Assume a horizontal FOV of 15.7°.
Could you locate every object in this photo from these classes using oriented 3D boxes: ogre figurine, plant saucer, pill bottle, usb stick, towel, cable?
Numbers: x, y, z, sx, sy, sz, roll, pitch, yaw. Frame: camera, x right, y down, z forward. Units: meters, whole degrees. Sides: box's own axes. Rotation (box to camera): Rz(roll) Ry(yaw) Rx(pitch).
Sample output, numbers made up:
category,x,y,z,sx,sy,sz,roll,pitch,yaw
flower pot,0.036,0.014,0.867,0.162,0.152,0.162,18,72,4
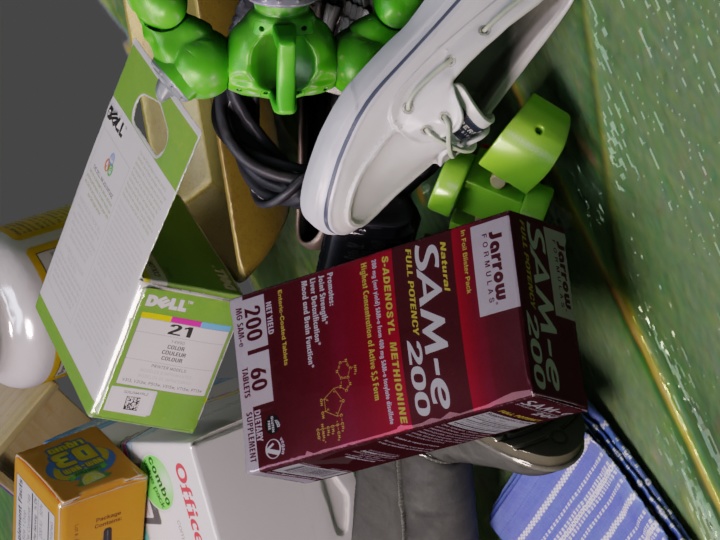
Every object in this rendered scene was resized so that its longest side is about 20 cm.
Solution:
category,x,y,z,sx,sy,sz,roll,pitch,yaw
ogre figurine,-0.048,-0.153,1.465,0.098,0.200,0.120,-152,59,-62
plant saucer,-0.098,-0.110,1.688,0.200,0.048,0.200,-147,47,-67
pill bottle,-0.208,0.015,1.803,0.112,0.200,0.113,29,128,45
usb stick,0.000,0.000,1.587,0.200,0.055,0.033,105,168,-69
towel,0.153,0.187,1.541,0.200,0.024,0.145,55,144,22
cable,-0.005,-0.118,1.538,0.163,0.051,0.200,33,107,12

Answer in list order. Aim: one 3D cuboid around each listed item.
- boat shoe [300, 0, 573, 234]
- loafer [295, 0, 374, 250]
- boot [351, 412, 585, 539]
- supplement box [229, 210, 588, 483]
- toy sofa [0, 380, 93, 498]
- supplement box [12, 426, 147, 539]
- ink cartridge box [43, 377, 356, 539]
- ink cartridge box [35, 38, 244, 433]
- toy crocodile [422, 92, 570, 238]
category,x,y,z,sx,sy,sz,roll,pitch,yaw
boat shoe,0.043,-0.096,1.445,0.067,0.074,0.200,38,100,30
loafer,-0.011,-0.104,1.591,0.072,0.063,0.200,24,125,47
boot,0.059,0.138,1.573,0.182,0.073,0.200,31,133,38
supplement box,0.024,0.046,1.474,0.200,0.061,0.109,-18,70,33
toy sofa,-0.235,0.128,1.912,0.098,0.083,0.200,35,170,34
supplement box,-0.188,0.203,1.728,0.069,0.066,0.200,44,138,39
ink cartridge box,-0.088,0.159,1.755,0.200,0.146,0.147,-7,101,55
ink cartridge box,-0.125,-0.022,1.647,0.200,0.076,0.148,-67,30,20
toy crocodile,0.071,-0.023,1.523,0.067,0.062,0.200,22,139,4
